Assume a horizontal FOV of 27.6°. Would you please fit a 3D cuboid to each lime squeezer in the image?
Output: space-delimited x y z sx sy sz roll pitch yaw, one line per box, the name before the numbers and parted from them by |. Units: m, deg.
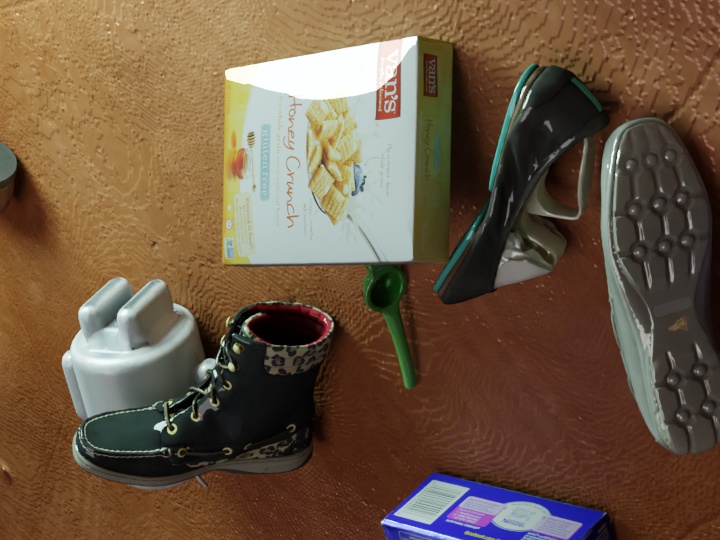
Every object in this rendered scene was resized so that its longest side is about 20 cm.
lime squeezer | 0.000 0.000 1.075 0.070 0.038 0.201 -23 99 51

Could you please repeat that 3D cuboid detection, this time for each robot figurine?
robot figurine | -0.185 0.107 1.284 0.168 0.113 0.202 6 120 28

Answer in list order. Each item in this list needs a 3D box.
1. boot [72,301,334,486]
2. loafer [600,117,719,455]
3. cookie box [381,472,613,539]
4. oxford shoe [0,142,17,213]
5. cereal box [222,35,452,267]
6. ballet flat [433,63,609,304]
boot | -0.123 0.094 1.166 0.074 0.201 0.155 -110 27 -45
loafer | 0.175 0.009 0.872 0.070 0.069 0.202 -141 41 -78
cookie box | 0.120 0.269 1.105 0.170 0.075 0.202 6 120 44
oxford shoe | -0.408 -0.122 1.397 0.200 0.071 0.072 41 144 17
cereal box | -0.020 -0.075 0.998 0.199 0.039 0.146 -2 87 48
ballet flat | 0.102 -0.037 0.923 0.068 0.068 0.201 30 136 11
